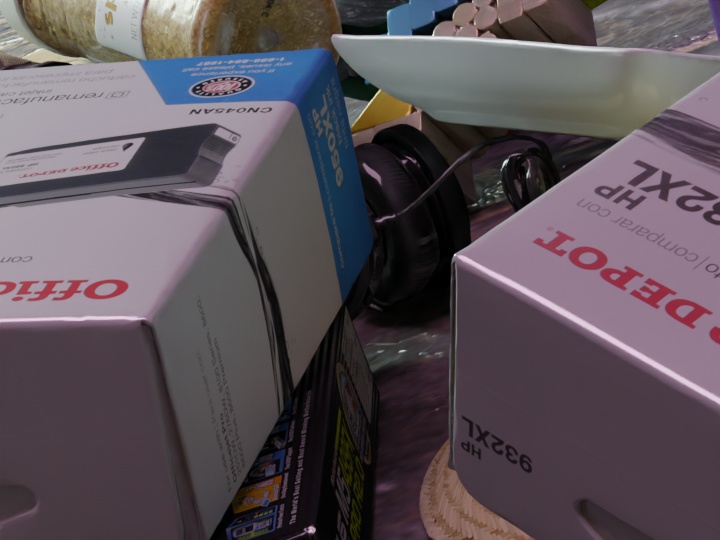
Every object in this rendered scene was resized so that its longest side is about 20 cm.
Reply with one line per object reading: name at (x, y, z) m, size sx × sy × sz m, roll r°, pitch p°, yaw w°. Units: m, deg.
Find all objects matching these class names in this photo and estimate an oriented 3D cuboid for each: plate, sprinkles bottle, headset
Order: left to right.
sprinkles bottle at (-0.084, -0.111, 1.175) m, size 0.068 × 0.069 × 0.200 m, roll -29°, pitch 26°, yaw -22°
headset at (0.000, 0.000, 1.062) m, size 0.200 × 0.094 × 0.123 m, roll -21°, pitch 1°, yaw 42°
plate at (0.119, -0.061, 1.037) m, size 0.199 × 0.033 × 0.199 m, roll 4°, pitch 3°, yaw -33°

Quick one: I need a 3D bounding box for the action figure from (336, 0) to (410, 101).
action figure at (-0.049, -0.108, 1.275) m, size 0.199 × 0.118 × 0.055 m, roll 5°, pitch 49°, yaw 27°

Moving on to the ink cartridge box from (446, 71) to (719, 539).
ink cartridge box at (0.141, 0.010, 0.771) m, size 0.145 × 0.084 × 0.200 m, roll 30°, pitch 49°, yaw 33°

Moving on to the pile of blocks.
pile of blocks at (0.061, -0.102, 1.180) m, size 0.200 × 0.062 × 0.082 m, roll -48°, pitch 49°, yaw 3°

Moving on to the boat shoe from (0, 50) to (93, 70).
boat shoe at (-0.130, -0.059, 1.272) m, size 0.066 × 0.072 × 0.201 m, roll 23°, pitch 3°, yaw 26°

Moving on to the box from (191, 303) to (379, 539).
box at (-0.077, 0.084, 0.934) m, size 0.159 × 0.044 × 0.200 m, roll -18°, pitch 19°, yaw 9°

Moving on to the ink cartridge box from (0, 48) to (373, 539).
ink cartridge box at (-0.094, 0.007, 0.922) m, size 0.144 × 0.085 × 0.200 m, roll -2°, pitch 27°, yaw 18°

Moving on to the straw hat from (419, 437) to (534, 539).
straw hat at (0.095, 0.008, 0.897) m, size 0.200 × 0.085 × 0.201 m, roll -18°, pitch 19°, yaw 7°

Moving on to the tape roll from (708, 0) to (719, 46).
tape roll at (0.239, -0.142, 1.164) m, size 0.199 × 0.066 × 0.200 m, roll -16°, pitch 17°, yaw 5°
